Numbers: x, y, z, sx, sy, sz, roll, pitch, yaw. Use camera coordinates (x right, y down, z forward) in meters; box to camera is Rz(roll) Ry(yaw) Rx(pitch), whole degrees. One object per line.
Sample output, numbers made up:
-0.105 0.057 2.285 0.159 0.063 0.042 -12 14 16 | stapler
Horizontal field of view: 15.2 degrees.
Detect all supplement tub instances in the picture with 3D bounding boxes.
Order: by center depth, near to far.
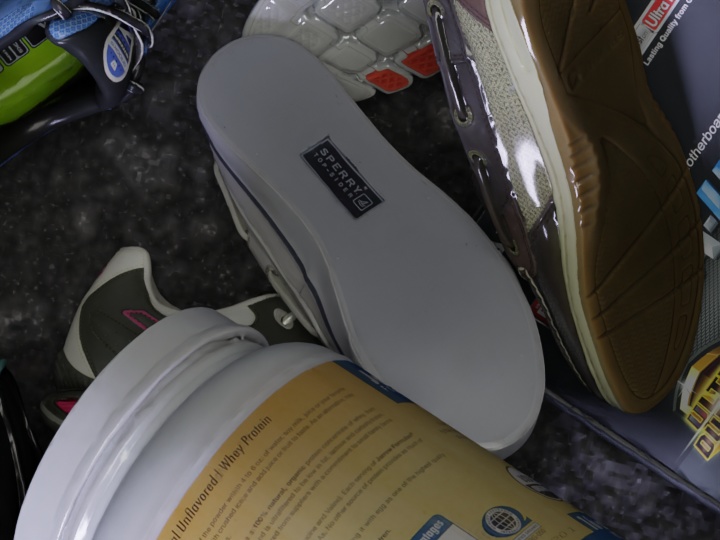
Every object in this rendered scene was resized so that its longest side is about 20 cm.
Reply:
-0.006 0.115 0.931 0.199 0.145 0.145 32 88 20 | supplement tub

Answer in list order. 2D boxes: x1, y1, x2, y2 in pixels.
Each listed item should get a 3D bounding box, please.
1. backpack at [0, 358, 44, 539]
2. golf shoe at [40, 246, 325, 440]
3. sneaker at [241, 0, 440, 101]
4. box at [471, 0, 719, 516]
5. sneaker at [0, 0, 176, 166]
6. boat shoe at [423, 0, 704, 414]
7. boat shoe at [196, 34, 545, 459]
-0.188 0.125 1.002 0.152 0.176 0.201 10 86 -4 | backpack
-0.023 0.055 1.058 0.199 0.077 0.089 17 82 -1 | golf shoe
0.033 -0.147 1.072 0.200 0.082 0.077 -40 117 17 | sneaker
0.140 -0.024 1.037 0.158 0.046 0.200 34 114 -1 | box
-0.094 -0.105 1.042 0.200 0.089 0.079 -42 132 3 | sneaker
0.074 -0.040 0.990 0.073 0.065 0.201 -37 123 -36 | boat shoe
0.000 0.000 1.034 0.072 0.066 0.200 -33 66 -19 | boat shoe
